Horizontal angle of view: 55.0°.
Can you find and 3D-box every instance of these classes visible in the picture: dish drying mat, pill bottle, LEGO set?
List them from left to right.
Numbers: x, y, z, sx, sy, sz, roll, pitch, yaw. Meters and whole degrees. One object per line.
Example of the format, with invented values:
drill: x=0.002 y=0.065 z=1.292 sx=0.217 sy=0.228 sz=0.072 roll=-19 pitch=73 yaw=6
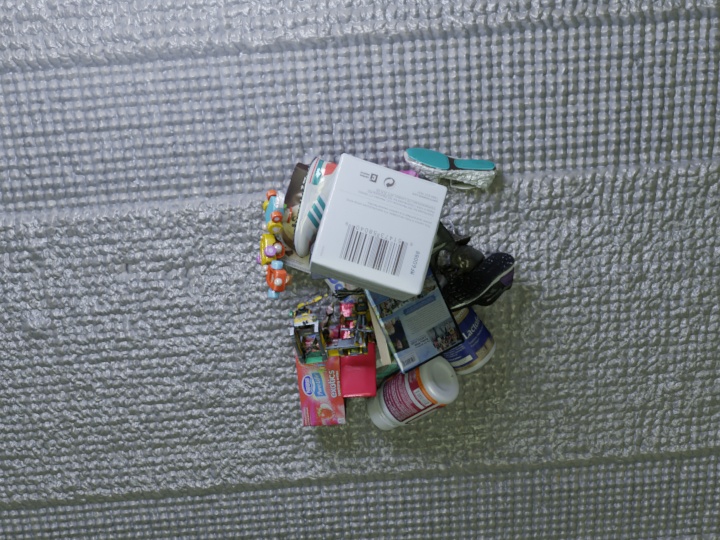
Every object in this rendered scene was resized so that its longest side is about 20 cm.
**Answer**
LEGO set: x=-0.063 y=0.101 z=1.407 sx=0.197 sy=0.155 sz=0.117 roll=-1 pitch=137 yaw=12
dish drying mat: x=-0.005 y=0.168 z=1.472 sx=0.076 sy=0.018 sz=0.203 roll=-4 pitch=74 yaw=8
pill bottle: x=0.110 y=0.269 z=1.499 sx=0.110 sy=0.110 sz=0.200 roll=44 pitch=129 yaw=-12
pill bottle: x=0.194 y=0.114 z=1.488 sx=0.115 sy=0.116 sz=0.201 roll=-35 pitch=104 yaw=8

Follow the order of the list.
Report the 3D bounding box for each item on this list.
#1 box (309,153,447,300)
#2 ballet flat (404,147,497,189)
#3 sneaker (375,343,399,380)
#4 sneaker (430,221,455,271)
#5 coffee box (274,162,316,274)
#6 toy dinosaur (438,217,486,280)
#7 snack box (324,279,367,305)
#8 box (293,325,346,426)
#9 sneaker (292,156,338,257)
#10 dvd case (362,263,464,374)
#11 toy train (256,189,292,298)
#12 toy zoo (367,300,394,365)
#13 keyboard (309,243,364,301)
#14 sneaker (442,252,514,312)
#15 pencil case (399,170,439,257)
box: x=0.027 y=-0.070 z=1.238 sx=0.197 sy=0.171 sz=0.202 roll=17 pitch=82 yaw=-3
ballet flat: x=0.183 y=-0.202 z=1.429 sx=0.197 sy=0.072 sz=0.073 roll=9 pitch=105 yaw=-4
sneaker: x=0.053 y=0.201 z=1.538 sx=0.197 sy=0.078 sz=0.092 roll=-9 pitch=145 yaw=-10
sneaker: x=0.106 y=-0.018 z=1.389 sx=0.091 sy=0.076 sz=0.200 roll=46 pitch=117 yaw=-6
coffee box: x=-0.113 y=-0.109 z=1.437 sx=0.112 sy=0.080 sz=0.202 roll=19 pitch=104 yaw=-5
toy dinosaur: x=0.233 y=-0.008 z=1.472 sx=0.200 sy=0.077 sz=0.103 roll=43 pitch=84 yaw=-19
snack box: x=-0.001 y=0.068 z=1.518 sx=0.071 sy=0.024 sz=0.201 roll=-33 pitch=104 yaw=9
box: x=-0.086 y=0.232 z=1.524 sx=0.098 sy=0.096 sz=0.203 roll=-4 pitch=106 yaw=2
sneaker: x=-0.073 y=-0.115 z=1.358 sx=0.092 sy=0.070 sz=0.202 roll=13 pitch=102 yaw=1
dvd case: x=0.103 y=0.082 z=1.343 sx=0.141 sy=0.018 sz=0.202 roll=-26 pitch=98 yaw=-7
toy train: x=-0.155 y=-0.055 z=1.347 sx=0.055 sy=0.150 sz=0.203 roll=3 pitch=100 yaw=-24
toy zoo: x=0.065 y=0.104 z=1.442 sx=0.020 sy=0.200 sz=0.133 roll=-11 pitch=97 yaw=18
keyboard: x=0.000 y=0.000 z=1.362 sx=0.197 sy=0.021 sz=0.129 roll=-5 pitch=111 yaw=7
sneaker: x=0.245 y=0.050 z=1.424 sx=0.199 sy=0.076 sz=0.088 roll=-30 pitch=130 yaw=-21
pencil case: x=0.100 y=-0.108 z=1.441 sx=0.093 sy=0.091 sz=0.202 roll=-3 pitch=111 yaw=36
